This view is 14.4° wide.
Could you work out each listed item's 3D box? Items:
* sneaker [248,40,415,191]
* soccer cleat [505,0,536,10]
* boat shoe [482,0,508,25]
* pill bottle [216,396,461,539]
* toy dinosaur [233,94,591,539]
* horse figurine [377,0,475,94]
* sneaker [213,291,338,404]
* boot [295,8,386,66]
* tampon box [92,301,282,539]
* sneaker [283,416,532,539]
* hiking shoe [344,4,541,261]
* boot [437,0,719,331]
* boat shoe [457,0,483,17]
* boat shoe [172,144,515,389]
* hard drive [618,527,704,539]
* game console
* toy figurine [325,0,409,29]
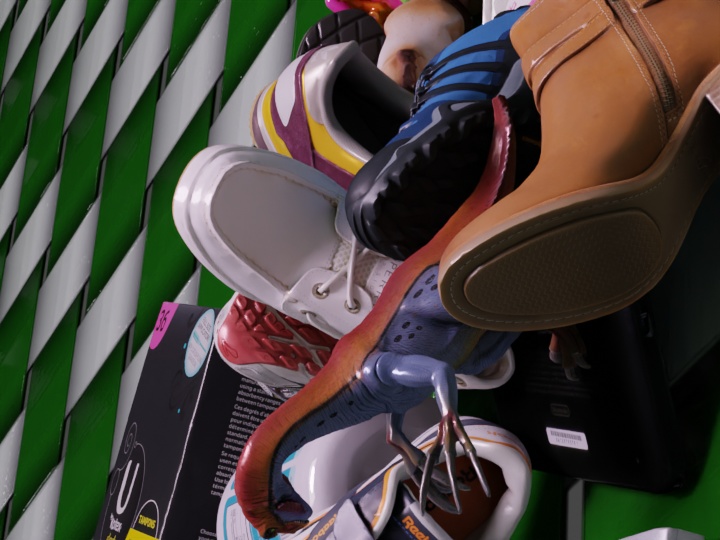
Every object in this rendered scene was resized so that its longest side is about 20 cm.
[{"bbox_3d":[0.029,-0.030,1.469,0.075,0.200,0.090,-50,11,-32],"label":"sneaker"},{"bbox_3d":[0.116,-0.163,1.501,0.200,0.070,0.086,-62,35,8],"label":"soccer cleat"},{"bbox_3d":[0.094,-0.086,1.557,0.062,0.073,0.200,17,-100,-65],"label":"boat shoe"},{"bbox_3d":[-0.011,0.136,1.556,0.200,0.111,0.111,149,135,-65],"label":"pill bottle"},{"bbox_3d":[0.016,0.043,1.285,0.105,0.181,0.200,102,149,-56],"label":"toy dinosaur"},{"bbox_3d":[0.037,-0.098,1.594,0.200,0.050,0.133,-69,-25,-52],"label":"horse figurine"},{"bbox_3d":[-0.027,0.045,1.503,0.082,0.200,0.078,-35,74,18],"label":"sneaker"},{"bbox_3d":[-0.014,-0.062,1.710,0.131,0.068,0.200,-147,45,-70],"label":"boot"},{"bbox_3d":[-0.074,0.131,1.725,0.150,0.126,0.200,-178,104,-71],"label":"tampon box"},{"bbox_3d":[0.004,0.148,1.393,0.200,0.078,0.079,-47,8,-9],"label":"sneaker"},{"bbox_3d":[0.053,-0.066,1.383,0.087,0.200,0.074,10,126,43],"label":"hiking shoe"},{"bbox_3d":[0.098,-0.069,1.266,0.200,0.077,0.155,-32,48,-3],"label":"boot"},{"bbox_3d":[0.081,-0.187,1.644,0.200,0.068,0.072,81,-163,-81],"label":"boat shoe"},{"bbox_3d":[0.000,0.000,1.366,0.069,0.200,0.071,17,79,55],"label":"boat shoe"},{"bbox_3d":[0.101,0.222,1.273,0.132,0.027,0.200,148,135,-65],"label":"hard drive"},{"bbox_3d":[0.137,0.005,1.377,0.200,0.116,0.176,180,76,-72],"label":"game console"},{"bbox_3d":[-0.028,-0.226,1.757,0.150,0.184,0.200,-55,-18,-55],"label":"toy figurine"}]
